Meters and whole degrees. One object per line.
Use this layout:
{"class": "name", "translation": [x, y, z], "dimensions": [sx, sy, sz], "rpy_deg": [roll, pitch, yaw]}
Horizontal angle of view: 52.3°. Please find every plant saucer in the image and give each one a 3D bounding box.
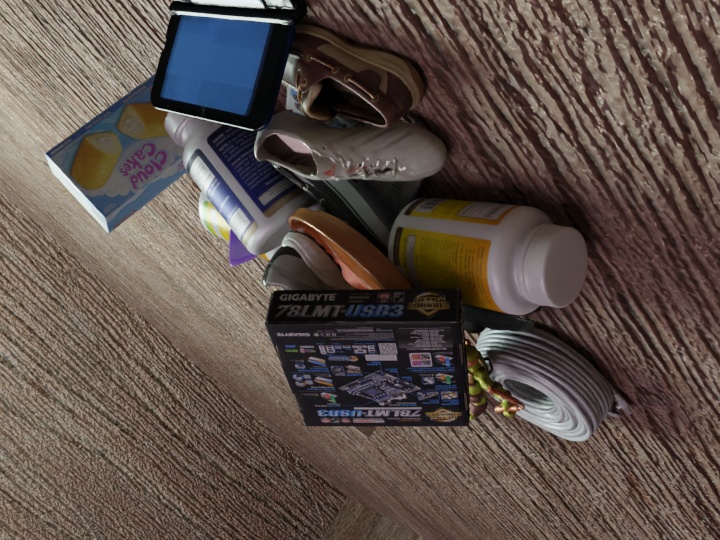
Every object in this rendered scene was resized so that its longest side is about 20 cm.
{"class": "plant saucer", "translation": [0.000, 0.000, 0.837], "dimensions": [0.200, 0.032, 0.200], "rpy_deg": [41, 169, 10]}

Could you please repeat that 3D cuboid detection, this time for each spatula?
{"class": "spatula", "translation": [-0.166, -0.106, 0.990], "dimensions": [0.056, 0.202, 0.021], "rpy_deg": [-17, 167, 22]}

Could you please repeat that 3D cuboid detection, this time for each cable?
{"class": "cable", "translation": [0.242, 0.152, 1.005], "dimensions": [0.200, 0.069, 0.199], "rpy_deg": [46, 157, -24]}

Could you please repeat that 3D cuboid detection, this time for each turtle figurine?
{"class": "turtle figurine", "translation": [0.131, 0.127, 0.964], "dimensions": [0.199, 0.065, 0.162], "rpy_deg": [33, 159, 19]}

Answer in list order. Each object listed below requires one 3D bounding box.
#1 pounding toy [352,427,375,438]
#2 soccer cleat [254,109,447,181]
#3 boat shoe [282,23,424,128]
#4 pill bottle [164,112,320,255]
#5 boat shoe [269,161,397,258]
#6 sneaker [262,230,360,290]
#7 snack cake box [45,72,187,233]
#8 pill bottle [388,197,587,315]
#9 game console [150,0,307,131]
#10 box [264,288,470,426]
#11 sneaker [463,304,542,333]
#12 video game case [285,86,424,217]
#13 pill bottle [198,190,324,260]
{"class": "pounding toy", "translation": [0.040, 0.178, 1.254], "dimensions": [0.142, 0.201, 0.184], "rpy_deg": [37, 173, -4]}
{"class": "soccer cleat", "translation": [-0.012, -0.118, 0.752], "dimensions": [0.198, 0.078, 0.070], "rpy_deg": [10, 130, 10]}
{"class": "boat shoe", "translation": [-0.036, -0.185, 0.725], "dimensions": [0.199, 0.072, 0.072], "rpy_deg": [26, 156, 27]}
{"class": "pill bottle", "translation": [-0.148, -0.129, 0.914], "dimensions": [0.201, 0.115, 0.116], "rpy_deg": [52, 160, 5]}
{"class": "boat shoe", "translation": [-0.021, -0.081, 0.849], "dimensions": [0.200, 0.057, 0.069], "rpy_deg": [46, -159, -9]}
{"class": "sneaker", "translation": [-0.029, 0.047, 0.833], "dimensions": [0.200, 0.079, 0.074], "rpy_deg": [44, 167, -15]}
{"class": "snack cake box", "translation": [-0.298, -0.161, 0.982], "dimensions": [0.115, 0.200, 0.067], "rpy_deg": [45, 159, 2]}
{"class": "pill bottle", "translation": [0.131, -0.016, 0.771], "dimensions": [0.199, 0.110, 0.109], "rpy_deg": [12, 149, 47]}
{"class": "game console", "translation": [-0.163, -0.251, 0.722], "dimensions": [0.199, 0.119, 0.171], "rpy_deg": [18, 153, 37]}
{"class": "box", "translation": [0.016, 0.100, 0.793], "dimensions": [0.198, 0.050, 0.199], "rpy_deg": [-2, 139, 12]}
{"class": "sneaker", "translation": [0.124, 0.016, 0.926], "dimensions": [0.199, 0.060, 0.104], "rpy_deg": [36, 153, 2]}
{"class": "video game case", "translation": [-0.014, -0.127, 0.884], "dimensions": [0.181, 0.022, 0.200], "rpy_deg": [34, 160, 5]}
{"class": "pill bottle", "translation": [-0.124, -0.073, 1.040], "dimensions": [0.199, 0.111, 0.111], "rpy_deg": [24, 156, 29]}
